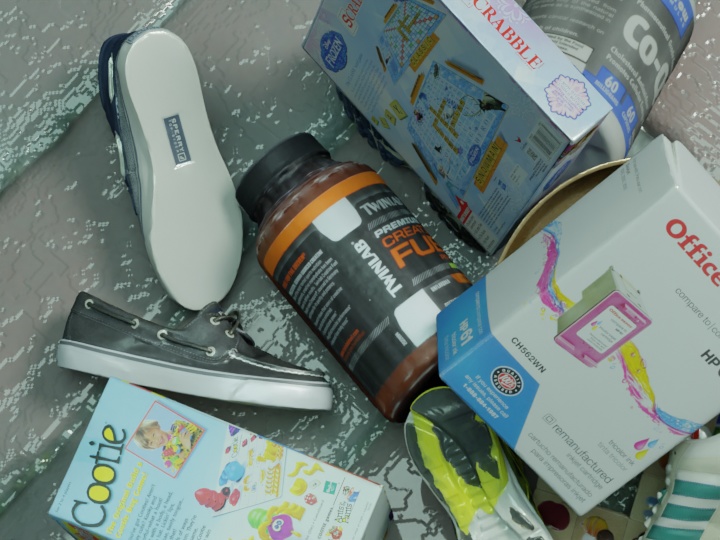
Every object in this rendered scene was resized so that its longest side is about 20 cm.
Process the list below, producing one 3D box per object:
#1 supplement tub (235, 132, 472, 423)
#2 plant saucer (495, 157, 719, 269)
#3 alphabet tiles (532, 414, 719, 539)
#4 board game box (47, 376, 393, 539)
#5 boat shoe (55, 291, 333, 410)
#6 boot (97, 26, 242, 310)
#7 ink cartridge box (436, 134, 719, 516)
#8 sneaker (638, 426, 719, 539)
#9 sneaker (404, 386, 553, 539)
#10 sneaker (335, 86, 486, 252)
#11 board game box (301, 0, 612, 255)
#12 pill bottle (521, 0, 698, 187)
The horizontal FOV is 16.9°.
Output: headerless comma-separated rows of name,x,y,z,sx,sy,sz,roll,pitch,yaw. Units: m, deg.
supplement tub,0.000,0.000,1.663,0.107,0.107,0.200,-39,74,-7
plant saucer,0.173,0.015,1.633,0.199,0.035,0.201,-6,112,-15
alphabet tiles,0.224,0.129,1.612,0.199,0.008,0.168,18,106,10
board game box,-0.091,0.164,1.622,0.199,0.103,0.105,22,76,11
boat shoe,-0.112,0.053,1.676,0.199,0.070,0.067,10,87,16
boot,-0.137,-0.074,1.723,0.072,0.090,0.201,-12,99,-20
ink cartridge box,0.167,0.035,1.540,0.200,0.085,0.145,-40,109,17
sneaker,0.222,0.151,1.587,0.200,0.070,0.094,-45,71,21
sneaker,0.095,0.165,1.622,0.074,0.085,0.201,-18,94,15
sneaker,0.055,-0.108,1.716,0.085,0.077,0.200,-39,82,-14
board game box,0.057,-0.127,1.579,0.041,0.200,0.200,-39,83,-23
pill bottle,0.164,-0.160,1.671,0.113,0.114,0.200,24,57,12
